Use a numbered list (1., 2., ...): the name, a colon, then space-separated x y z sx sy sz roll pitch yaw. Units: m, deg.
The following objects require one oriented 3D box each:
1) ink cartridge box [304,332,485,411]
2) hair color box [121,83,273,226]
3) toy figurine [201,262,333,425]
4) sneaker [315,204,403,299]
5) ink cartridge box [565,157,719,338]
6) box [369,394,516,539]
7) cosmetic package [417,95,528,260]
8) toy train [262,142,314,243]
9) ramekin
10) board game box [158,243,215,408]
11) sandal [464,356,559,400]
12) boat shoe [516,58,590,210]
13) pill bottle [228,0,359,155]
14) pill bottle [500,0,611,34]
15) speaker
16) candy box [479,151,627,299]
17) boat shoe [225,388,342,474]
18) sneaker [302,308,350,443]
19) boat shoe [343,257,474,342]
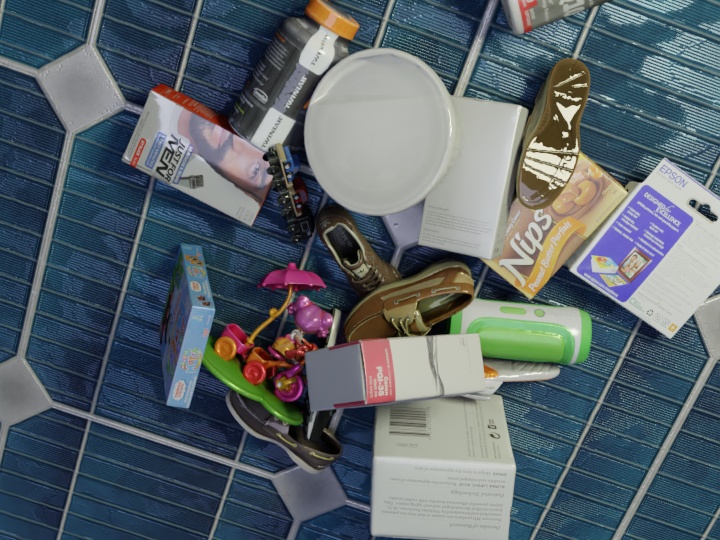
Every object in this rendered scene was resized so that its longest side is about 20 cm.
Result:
1. ink cartridge box: 0.047 0.136 1.211 0.199 0.146 0.083 0 79 -33
2. hair color box: -0.213 -0.159 1.248 0.199 0.064 0.111 26 109 -8
3. toy figurine: -0.110 0.088 1.293 0.200 0.150 0.185 39 99 11
4. sneaker: 0.000 0.000 1.287 0.070 0.076 0.200 -35 105 15
5. ink cartridge box: 0.422 -0.032 1.260 0.197 0.043 0.200 32 110 -15
6. box: 0.114 0.279 1.319 0.198 0.199 0.132 3 111 2
7. cosmetic package: 0.150 -0.124 1.197 0.107 0.085 0.202 14 99 17
8. toy train: -0.092 -0.102 1.224 0.045 0.034 0.200 -17 148 -2
9. ramekin: 0.035 -0.173 1.143 0.201 0.094 0.204 3 97 23
10. board game box: -0.245 0.072 1.263 0.036 0.200 0.152 10 112 -21
11. sandal: 0.191 0.164 1.336 0.205 0.079 0.060 1 108 1
12. boat shoe: 0.246 -0.173 1.179 0.072 0.065 0.202 15 85 -6
13. pill bottle: -0.082 -0.254 1.182 0.106 0.106 0.201 31 109 -8
14. pill bottle: 0.267 -0.377 1.111 0.199 0.114 0.115 -19 108 10
15. speaker: 0.225 0.086 1.303 0.198 0.089 0.089 6 111 1
16. candy box: 0.256 -0.073 1.256 0.115 0.055 0.200 37 109 -10
17. boat shoe: -0.114 0.234 1.378 0.200 0.072 0.059 41 127 -16
18. sneaker: -0.027 0.163 1.332 0.087 0.076 0.201 15 92 -10
19. boat shoe: 0.069 0.055 1.263 0.199 0.074 0.076 -31 128 9
